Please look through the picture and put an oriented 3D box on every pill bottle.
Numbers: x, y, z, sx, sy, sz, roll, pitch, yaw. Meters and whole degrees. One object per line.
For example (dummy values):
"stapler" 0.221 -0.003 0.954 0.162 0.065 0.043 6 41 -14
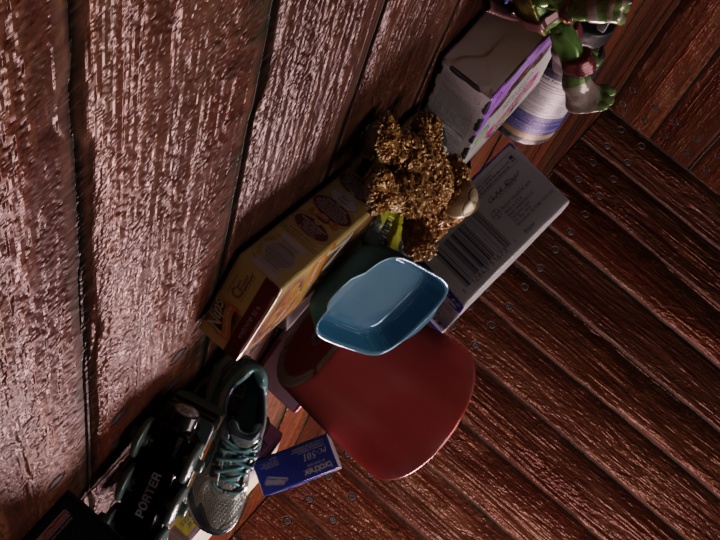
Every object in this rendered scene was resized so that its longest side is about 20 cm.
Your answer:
"pill bottle" 0.245 -0.264 1.638 0.112 0.112 0.200 -44 170 -40

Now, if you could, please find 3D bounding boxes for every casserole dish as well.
"casserole dish" 0.016 0.028 1.335 0.121 0.039 0.200 -45 152 11

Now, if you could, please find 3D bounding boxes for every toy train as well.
"toy train" -0.209 0.220 1.337 0.114 0.085 0.201 -48 163 -74

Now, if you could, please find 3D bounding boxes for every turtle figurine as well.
"turtle figurine" 0.227 -0.264 1.238 0.200 0.144 0.194 -41 138 -15

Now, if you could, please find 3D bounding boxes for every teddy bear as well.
"teddy bear" 0.063 -0.088 1.279 0.200 0.066 0.146 45 46 -48

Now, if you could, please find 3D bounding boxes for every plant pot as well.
"plant pot" 0.009 0.124 1.533 0.200 0.177 0.201 -40 -154 25

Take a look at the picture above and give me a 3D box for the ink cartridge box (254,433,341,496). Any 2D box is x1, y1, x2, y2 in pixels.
"ink cartridge box" -0.074 0.235 1.535 0.094 0.044 0.200 -21 171 -3

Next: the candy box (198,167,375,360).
"candy box" -0.064 -0.009 1.246 0.200 0.055 0.116 -42 170 -47

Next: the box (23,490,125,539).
"box" -0.288 0.339 1.216 0.200 0.159 0.046 -47 169 -21

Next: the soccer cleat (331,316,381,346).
"soccer cleat" 0.000 0.000 1.460 0.086 0.070 0.201 -16 -133 60

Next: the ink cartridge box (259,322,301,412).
"ink cartridge box" -0.041 0.084 1.742 0.146 0.083 0.200 -55 172 29

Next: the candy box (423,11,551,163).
"candy box" 0.149 -0.222 1.414 0.168 0.071 0.200 -49 172 -18

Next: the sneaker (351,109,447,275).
"sneaker" 0.022 -0.088 1.385 0.084 0.074 0.201 12 -109 53

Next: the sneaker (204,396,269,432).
"sneaker" -0.184 0.215 1.456 0.200 0.086 0.078 -46 173 -21

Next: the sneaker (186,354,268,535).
"sneaker" -0.145 0.190 1.391 0.086 0.077 0.201 176 -78 -66

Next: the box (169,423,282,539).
"box" -0.200 0.270 1.655 0.176 0.097 0.200 -47 173 -21

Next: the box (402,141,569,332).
"box" 0.138 -0.035 1.555 0.184 0.105 0.200 -44 174 -12

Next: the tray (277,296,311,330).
"tray" -0.071 0.017 1.468 0.108 0.022 0.200 -51 173 -3

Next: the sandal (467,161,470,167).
"sandal" 0.049 -0.083 1.557 0.201 0.080 0.057 -46 -167 1
